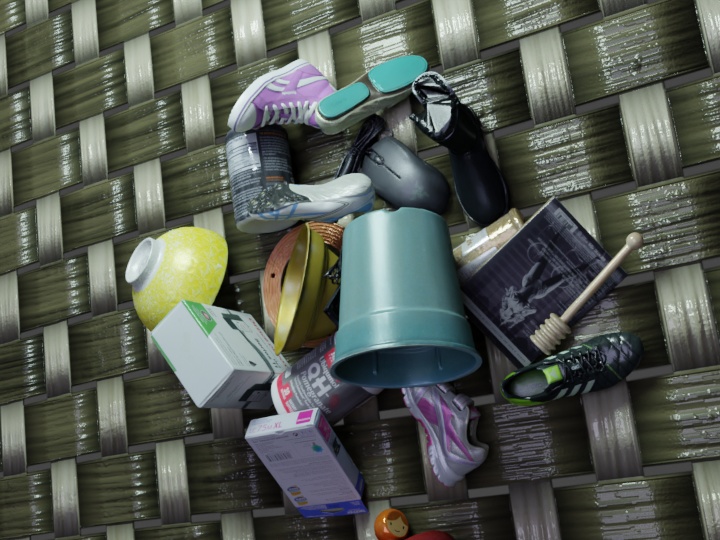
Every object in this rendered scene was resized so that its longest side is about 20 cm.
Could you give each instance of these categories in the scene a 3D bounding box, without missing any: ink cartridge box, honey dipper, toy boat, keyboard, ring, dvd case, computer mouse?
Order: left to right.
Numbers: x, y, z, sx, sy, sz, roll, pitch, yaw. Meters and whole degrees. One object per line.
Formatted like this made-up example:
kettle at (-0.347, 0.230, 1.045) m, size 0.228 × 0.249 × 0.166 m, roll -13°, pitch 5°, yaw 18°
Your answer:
ink cartridge box at (-0.206, 0.134, 1.321) m, size 0.083 × 0.200 × 0.147 m, roll -46°, pitch 67°, yaw 10°
ink cartridge box at (-0.073, 0.291, 1.271) m, size 0.118 × 0.202 × 0.042 m, roll -13°, pitch 32°, yaw 23°
ring at (-0.069, 0.021, 1.368) m, size 0.198 × 0.019 × 0.204 m, roll -4°, pitch 82°, yaw 27°
keyboard at (0.000, 0.000, 1.249) m, size 0.039 × 0.104 × 0.201 m, roll -10°, pitch 37°, yaw 44°
computer mouse at (0.047, -0.146, 1.313) m, size 0.199 × 0.053 × 0.140 m, roll 35°, pitch 98°, yaw 26°
toy boat at (0.046, 0.403, 1.218) m, size 0.198 × 0.131 × 0.132 m, roll -18°, pitch 46°, yaw 23°
dvd case at (0.243, 0.021, 1.177) m, size 0.149 × 0.016 × 0.200 m, roll 44°, pitch 103°, yaw -5°
honey dipper at (0.306, 0.029, 1.145) m, size 0.038 × 0.038 × 0.200 m, roll 46°, pitch 104°, yaw 24°

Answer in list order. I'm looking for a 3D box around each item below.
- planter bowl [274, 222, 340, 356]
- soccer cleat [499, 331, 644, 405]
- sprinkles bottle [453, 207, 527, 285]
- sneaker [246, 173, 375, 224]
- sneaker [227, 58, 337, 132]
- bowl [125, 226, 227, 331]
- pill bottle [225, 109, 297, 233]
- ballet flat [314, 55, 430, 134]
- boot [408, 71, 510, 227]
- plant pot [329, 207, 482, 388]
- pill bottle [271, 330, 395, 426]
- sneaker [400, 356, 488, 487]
planter bowl at (-0.066, 0.036, 1.284) m, size 0.082 × 0.200 × 0.204 m, roll 12°, pitch 88°, yaw -12°
soccer cleat at (0.281, 0.136, 1.142) m, size 0.198 × 0.081 × 0.068 m, roll -25°, pitch 73°, yaw 21°
sprinkles bottle at (0.158, -0.008, 1.231) m, size 0.199 × 0.068 × 0.069 m, roll -34°, pitch 70°, yaw 18°
sneaker at (-0.074, -0.097, 1.295) m, size 0.197 × 0.073 × 0.072 m, roll -7°, pitch 38°, yaw 7°
sneaker at (-0.109, -0.255, 1.341) m, size 0.114 × 0.200 × 0.073 m, roll 42°, pitch 145°, yaw 10°
bowl at (-0.316, 0.006, 1.395) m, size 0.199 × 0.107 × 0.202 m, roll -33°, pitch 41°, yaw 34°
pill bottle at (-0.163, -0.171, 1.392) m, size 0.105 × 0.106 × 0.203 m, roll -14°, pitch 77°, yaw 24°
ballet flat at (0.018, -0.273, 1.335) m, size 0.198 × 0.063 × 0.068 m, roll -25°, pitch 65°, yaw -7°
boot at (0.137, -0.166, 1.207) m, size 0.076 × 0.168 × 0.203 m, roll -21°, pitch 75°, yaw 22°
plant pot at (0.052, 0.036, 1.140) m, size 0.198 × 0.200 × 0.199 m, roll -14°, pitch 66°, yaw 24°
pill bottle at (-0.029, 0.155, 1.278) m, size 0.199 × 0.110 × 0.112 m, roll -38°, pitch 69°, yaw 17°
sneaker at (0.124, 0.198, 1.219) m, size 0.087 × 0.081 × 0.202 m, roll -26°, pitch 80°, yaw 19°
